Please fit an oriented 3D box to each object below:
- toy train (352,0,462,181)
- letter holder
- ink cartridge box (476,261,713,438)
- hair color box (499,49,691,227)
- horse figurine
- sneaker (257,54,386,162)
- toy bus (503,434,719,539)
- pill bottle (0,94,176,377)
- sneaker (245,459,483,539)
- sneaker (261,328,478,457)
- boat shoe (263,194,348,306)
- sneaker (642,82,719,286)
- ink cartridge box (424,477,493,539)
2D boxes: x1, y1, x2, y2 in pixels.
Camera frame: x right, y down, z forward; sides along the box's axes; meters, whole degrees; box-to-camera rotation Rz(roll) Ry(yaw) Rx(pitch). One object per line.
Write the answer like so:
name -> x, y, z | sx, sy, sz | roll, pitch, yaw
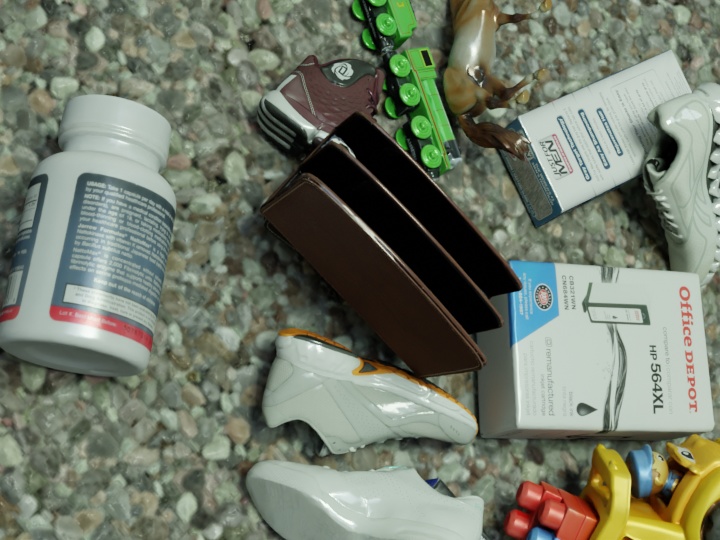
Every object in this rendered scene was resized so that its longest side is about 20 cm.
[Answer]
toy train -> 0.046, -0.179, 1.103 | 0.056, 0.042, 0.203 | -14, 81, -33
letter holder -> 0.036, -0.023, 0.929 | 0.200, 0.142, 0.101 | 46, 71, -8
ink cartridge box -> 0.210, 0.075, 1.060 | 0.196, 0.084, 0.149 | 3, 76, -18
hair color box -> 0.238, -0.130, 1.144 | 0.198, 0.060, 0.101 | -25, 86, -23
horse figurine -> 0.119, -0.201, 1.090 | 0.049, 0.131, 0.204 | 11, 78, -38
sneaker -> 0.013, -0.124, 1.058 | 0.199, 0.076, 0.116 | 38, 64, -6
toy bus -> 0.228, 0.215, 0.992 | 0.190, 0.136, 0.202 | 26, 97, -2
pill bottle -> -0.209, -0.028, 0.929 | 0.118, 0.119, 0.204 | 13, 72, -15
sneaker -> 0.005, 0.188, 0.958 | 0.197, 0.076, 0.089 | 16, 44, 17
sneaker -> 0.005, 0.122, 1.001 | 0.197, 0.076, 0.093 | 23, 91, -16
boat shoe -> 0.000, 0.000, 1.020 | 0.198, 0.073, 0.066 | 28, 64, -11
sneaker -> 0.303, -0.075, 1.111 | 0.080, 0.075, 0.203 | -16, 118, -20
ink cartridge box -> 0.095, 0.284, 0.995 | 0.094, 0.044, 0.201 | -41, 92, -22
